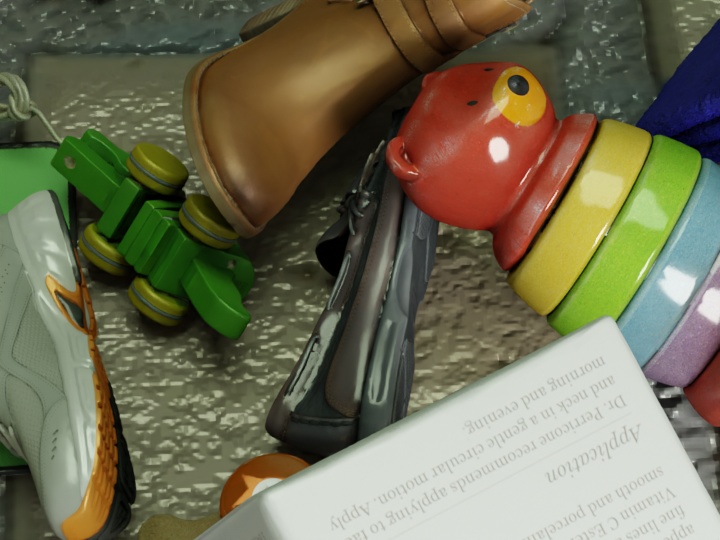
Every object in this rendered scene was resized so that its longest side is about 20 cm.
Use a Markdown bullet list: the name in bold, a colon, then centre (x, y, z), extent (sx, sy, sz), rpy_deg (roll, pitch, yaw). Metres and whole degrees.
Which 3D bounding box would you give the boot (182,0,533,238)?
- **boot**: centre (0.007, -0.097, 1.411), extent (0.155, 0.077, 0.200), rpy_deg (-20, 18, 23)

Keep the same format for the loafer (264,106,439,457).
- **loafer**: centre (0.000, 0.000, 1.394), extent (0.063, 0.072, 0.201), rpy_deg (5, 54, 8)

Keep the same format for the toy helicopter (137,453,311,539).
- **toy helicopter**: centre (-0.087, 0.169, 1.266), extent (0.199, 0.079, 0.133), rpy_deg (-15, 61, 0)

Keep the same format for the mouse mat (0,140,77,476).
- **mouse mat**: centre (-0.213, 0.018, 1.410), extent (0.160, 0.008, 0.201), rpy_deg (-3, 51, -4)

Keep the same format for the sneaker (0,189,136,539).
- **sneaker**: centre (-0.160, 0.053, 1.342), extent (0.092, 0.076, 0.200), rpy_deg (-17, 44, -3)

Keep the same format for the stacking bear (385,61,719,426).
- **stacking bear**: centre (0.108, -0.025, 1.352), extent (0.200, 0.114, 0.122), rpy_deg (31, 50, -2)

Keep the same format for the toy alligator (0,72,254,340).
- **toy alligator**: centre (-0.107, -0.033, 1.429), extent (0.200, 0.059, 0.054), rpy_deg (44, 20, 29)

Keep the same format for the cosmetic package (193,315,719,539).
- **cosmetic package**: centre (0.054, 0.154, 1.167), extent (0.164, 0.165, 0.201), rpy_deg (-25, 84, -20)

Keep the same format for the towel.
- **towel**: centre (0.232, -0.126, 1.473), extent (0.050, 0.148, 0.200), rpy_deg (49, 57, -13)
